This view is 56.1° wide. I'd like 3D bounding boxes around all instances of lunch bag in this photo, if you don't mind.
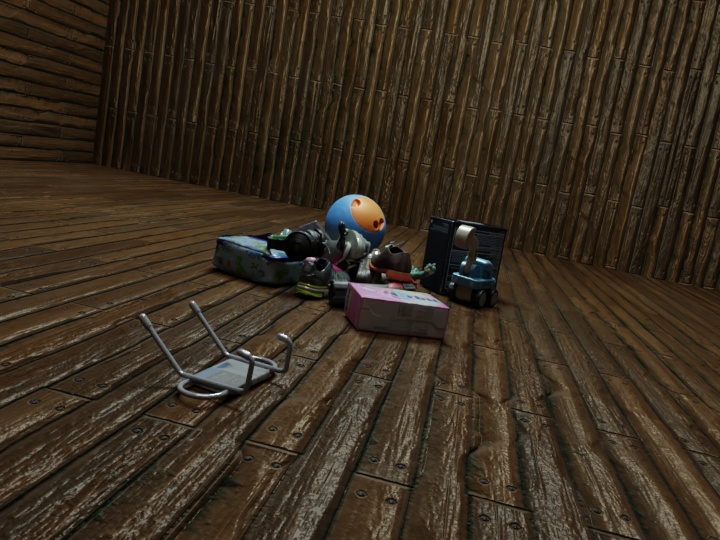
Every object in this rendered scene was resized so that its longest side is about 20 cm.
[{"bbox_3d":[-0.242,-0.026,1.617,0.197,0.084,0.160,17,8,27],"label":"lunch bag"}]

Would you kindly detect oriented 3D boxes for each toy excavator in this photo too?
[{"bbox_3d":[0.290,-0.013,1.753,0.099,0.204,0.193,16,10,37],"label":"toy excavator"}]

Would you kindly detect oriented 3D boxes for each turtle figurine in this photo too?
[{"bbox_3d":[0.118,-0.006,1.832,0.148,0.102,0.200,33,-6,3],"label":"turtle figurine"}]

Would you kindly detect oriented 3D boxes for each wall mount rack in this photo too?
[{"bbox_3d":[-0.191,0.104,0.898,0.170,0.076,0.200,13,9,17],"label":"wall mount rack"}]

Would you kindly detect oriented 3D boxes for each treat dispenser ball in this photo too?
[{"bbox_3d":[-0.017,-0.140,2.168,0.196,0.205,0.201,10,9,-2],"label":"treat dispenser ball"}]

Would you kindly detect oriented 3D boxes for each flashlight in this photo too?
[{"bbox_3d":[0.023,0.055,1.498,0.196,0.069,0.068,2,16,-19],"label":"flashlight"}]

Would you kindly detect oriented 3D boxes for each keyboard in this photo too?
[{"bbox_3d":[-0.089,-0.058,1.782,0.055,0.011,0.201,-12,-42,27],"label":"keyboard"}]

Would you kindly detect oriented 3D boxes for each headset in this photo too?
[{"bbox_3d":[-0.121,-0.073,1.535,0.196,0.096,0.123,8,10,27],"label":"headset"}]

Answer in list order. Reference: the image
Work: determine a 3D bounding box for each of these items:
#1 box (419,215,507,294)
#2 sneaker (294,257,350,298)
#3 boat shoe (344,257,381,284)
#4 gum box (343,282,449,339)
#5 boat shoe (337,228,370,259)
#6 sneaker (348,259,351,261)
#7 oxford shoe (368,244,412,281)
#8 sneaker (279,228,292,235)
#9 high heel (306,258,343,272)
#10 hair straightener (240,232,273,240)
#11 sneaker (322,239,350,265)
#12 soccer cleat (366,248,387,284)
[{"bbox_3d":[0.288,-0.038,1.907,0.196,0.203,0.123,6,8,-28],"label":"box"},{"bbox_3d":[-0.077,0.013,1.552,0.073,0.083,0.199,14,10,23],"label":"sneaker"},{"bbox_3d":[0.000,0.000,1.712,0.072,0.076,0.200,21,6,-15],"label":"boat shoe"},{"bbox_3d":[0.075,0.081,1.361,0.196,0.068,0.113,8,11,-16],"label":"gum box"},{"bbox_3d":[-0.008,-0.070,1.786,0.070,0.071,0.201,16,9,-16],"label":"boat shoe"},{"bbox_3d":[-0.082,-0.039,1.950,0.196,0.077,0.088,0,24,-21],"label":"sneaker"},{"bbox_3d":[0.075,-0.025,1.603,0.070,0.074,0.199,7,7,-23],"label":"oxford shoe"},{"bbox_3d":[-0.221,-0.072,1.891,0.073,0.089,0.200,13,11,7],"label":"sneaker"},{"bbox_3d":[-0.138,-0.020,1.703,0.198,0.069,0.095,22,22,32],"label":"high heel"},{"bbox_3d":[-0.279,-0.058,1.805,0.041,0.078,0.198,32,-19,-34],"label":"hair straightener"},{"bbox_3d":[-0.121,-0.052,1.730,0.196,0.083,0.078,-11,41,24],"label":"sneaker"},{"bbox_3d":[0.039,-0.012,1.848,0.068,0.079,0.200,9,10,-5],"label":"soccer cleat"}]
